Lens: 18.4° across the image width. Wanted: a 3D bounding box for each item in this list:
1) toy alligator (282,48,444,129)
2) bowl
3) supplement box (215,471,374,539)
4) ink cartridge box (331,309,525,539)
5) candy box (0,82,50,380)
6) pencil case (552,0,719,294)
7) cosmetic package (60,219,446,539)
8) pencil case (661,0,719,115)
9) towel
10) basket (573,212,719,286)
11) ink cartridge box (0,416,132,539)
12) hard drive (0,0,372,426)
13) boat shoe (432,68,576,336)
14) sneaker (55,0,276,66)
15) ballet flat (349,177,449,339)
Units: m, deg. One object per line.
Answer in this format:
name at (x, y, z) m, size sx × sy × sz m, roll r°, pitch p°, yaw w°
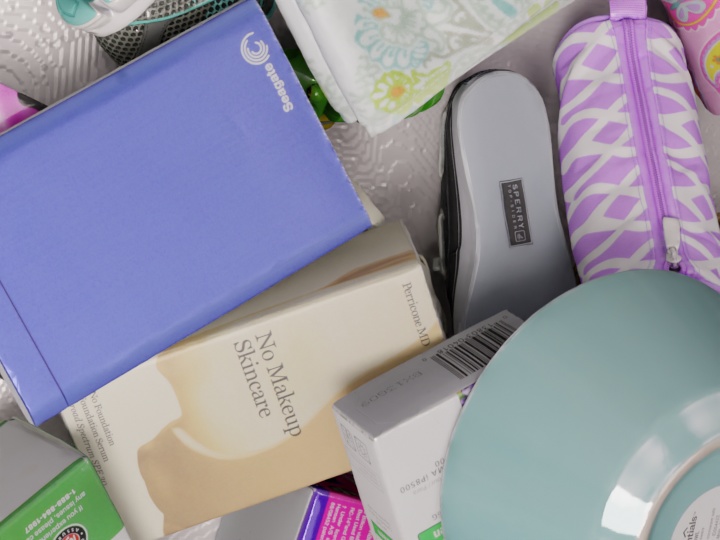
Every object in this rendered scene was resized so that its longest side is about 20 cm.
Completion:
toy alligator at (-0.019, -0.099, 1.171) m, size 0.200 × 0.054 × 0.059 m, roll -9°, pitch 133°, yaw -38°
bowl at (0.151, 0.109, 1.091) m, size 0.200 × 0.105 × 0.201 m, roll -12°, pitch 114°, yaw -28°
supplement box at (0.026, 0.177, 1.236) m, size 0.200 × 0.101 × 0.104 m, roll 19°, pitch 91°, yaw -26°
ink cartridge box at (0.065, 0.132, 1.142) m, size 0.109 × 0.050 × 0.200 m, roll -27°, pitch 120°, yaw -18°
candy box at (-0.223, -0.039, 1.106) m, size 0.200 × 0.061 × 0.137 m, roll 25°, pitch 86°, yaw -23°
pencil case at (0.152, -0.047, 1.212) m, size 0.084 × 0.200 × 0.086 m, roll -8°, pitch 145°, yaw 2°
cosmetic package at (-0.052, 0.059, 1.161) m, size 0.199 × 0.071 × 0.105 m, roll -20°, pitch 113°, yaw 0°
pencil case at (0.193, -0.189, 1.259) m, size 0.087 × 0.087 × 0.200 m, roll -34°, pitch 109°, yaw -15°
towel at (0.023, -0.192, 1.125) m, size 0.171 × 0.048 × 0.200 m, roll -37°, pitch 114°, yaw -20°
basket at (0.190, 0.056, 1.312) m, size 0.199 × 0.149 × 0.143 m, roll -3°, pitch 67°, yaw -24°
ink cartridge box at (-0.172, 0.201, 1.130) m, size 0.147 × 0.083 × 0.200 m, roll -40°, pitch 125°, yaw -26°
hard drive at (-0.108, -0.031, 1.101) m, size 0.200 × 0.025 × 0.132 m, roll -31°, pitch 101°, yaw -16°
boat shoe at (0.073, -0.011, 1.241) m, size 0.073 × 0.068 × 0.200 m, roll -10°, pitch 93°, yaw -13°
sneaker at (-0.066, -0.174, 1.164) m, size 0.200 × 0.078 × 0.091 m, roll -42°, pitch 129°, yaw -9°
ballet flat at (0.000, 0.000, 1.207) m, size 0.200 × 0.062 × 0.068 m, roll 45°, pitch 40°, yaw -24°
